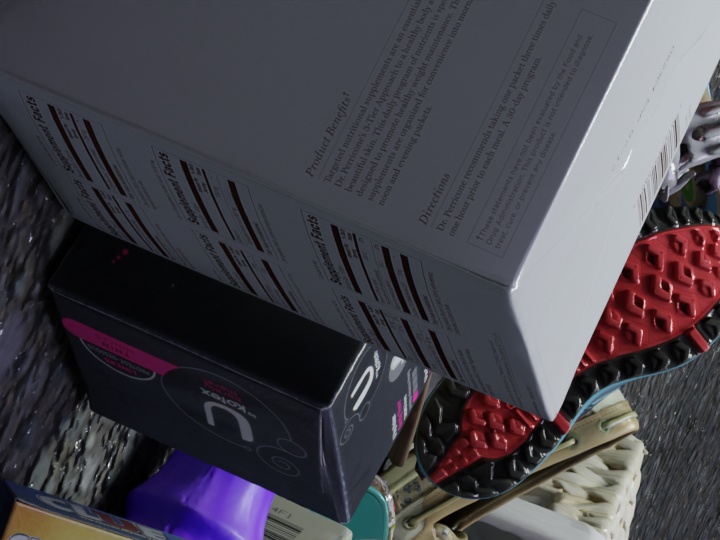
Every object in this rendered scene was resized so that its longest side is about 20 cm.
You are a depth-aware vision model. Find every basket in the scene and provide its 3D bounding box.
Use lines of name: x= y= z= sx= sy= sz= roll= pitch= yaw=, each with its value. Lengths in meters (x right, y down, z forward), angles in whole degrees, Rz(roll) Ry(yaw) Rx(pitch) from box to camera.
basket: x=0.077 y=0.180 z=1.667 sx=0.123 sy=0.135 sz=0.201 roll=-54 pitch=159 yaw=-51

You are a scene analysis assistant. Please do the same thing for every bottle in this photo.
bottle: x=-0.092 y=0.152 z=1.198 sx=0.201 sy=0.065 sz=0.084 roll=-62 pitch=165 yaw=-19

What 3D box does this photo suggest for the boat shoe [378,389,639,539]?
boat shoe: x=0.054 y=0.117 z=1.508 sx=0.200 sy=0.063 sz=0.073 roll=-41 pitch=166 yaw=13

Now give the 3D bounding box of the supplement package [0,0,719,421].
supplement package: x=0.009 y=-0.087 z=0.973 sx=0.192 sy=0.199 sz=0.147 roll=-63 pitch=164 yaw=-14

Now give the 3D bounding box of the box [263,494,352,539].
box: x=-0.065 y=0.206 z=1.351 sx=0.082 sy=0.068 sz=0.201 roll=-44 pitch=151 yaw=-53

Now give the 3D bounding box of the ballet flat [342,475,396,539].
ballet flat: x=-0.039 y=0.177 z=1.433 sx=0.064 sy=0.075 sz=0.201 roll=-110 pitch=-141 yaw=-67

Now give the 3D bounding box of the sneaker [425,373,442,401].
sneaker: x=0.072 y=0.022 z=1.528 sx=0.200 sy=0.082 sz=0.077 roll=-57 pitch=160 yaw=-35

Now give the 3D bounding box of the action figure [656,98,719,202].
action figure: x=0.125 y=-0.061 z=1.420 sx=0.200 sy=0.129 sz=0.070 roll=-133 pitch=-140 yaw=-73

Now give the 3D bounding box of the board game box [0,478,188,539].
board game box: x=-0.067 y=0.176 z=1.100 sx=0.136 sy=0.199 sz=0.035 roll=-68 pitch=-162 yaw=2

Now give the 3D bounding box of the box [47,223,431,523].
box: x=-0.016 y=-0.026 z=1.111 sx=0.201 sy=0.122 sz=0.106 roll=-61 pitch=163 yaw=-24

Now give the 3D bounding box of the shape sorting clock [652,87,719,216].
shape sorting clock: x=0.149 y=-0.060 z=1.552 sx=0.039 sy=0.200 sz=0.201 roll=-17 pitch=141 yaw=-17

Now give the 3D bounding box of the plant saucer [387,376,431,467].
plant saucer: x=0.034 y=-0.005 z=1.384 sx=0.200 sy=0.029 sz=0.201 roll=-165 pitch=-90 yaw=-90

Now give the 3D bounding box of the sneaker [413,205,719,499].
sneaker: x=0.102 y=0.034 z=1.431 sx=0.200 sy=0.080 sz=0.096 roll=-34 pitch=-177 yaw=-8
